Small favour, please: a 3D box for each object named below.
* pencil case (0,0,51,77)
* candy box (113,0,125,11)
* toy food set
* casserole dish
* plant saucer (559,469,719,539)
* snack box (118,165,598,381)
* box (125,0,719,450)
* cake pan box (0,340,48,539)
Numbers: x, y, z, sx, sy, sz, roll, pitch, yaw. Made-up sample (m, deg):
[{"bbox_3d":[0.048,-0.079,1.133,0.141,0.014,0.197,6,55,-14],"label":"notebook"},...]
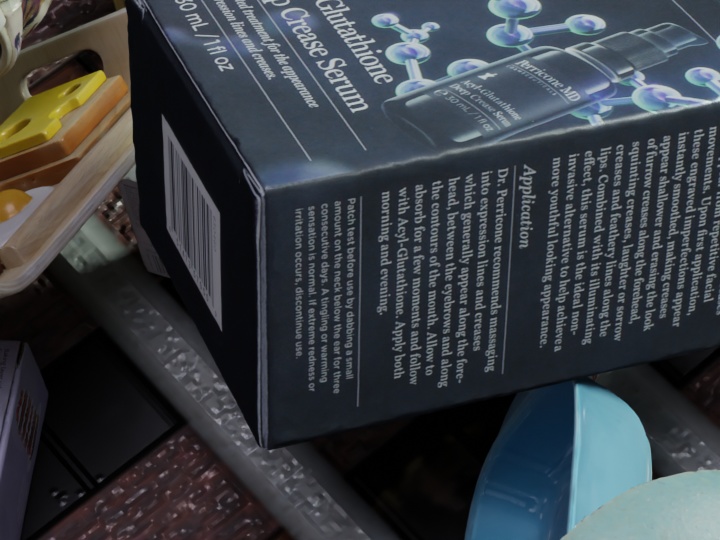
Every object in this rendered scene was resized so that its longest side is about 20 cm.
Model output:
[{"bbox_3d":[-0.127,-0.159,0.895,0.089,0.078,0.200,-6,36,41],"label":"pencil case"},{"bbox_3d":[-0.007,-0.165,0.986,0.199,0.055,0.116,6,58,12],"label":"candy box"},{"bbox_3d":[-0.163,-0.040,0.854,0.143,0.061,0.200,-17,25,33],"label":"toy food set"},{"bbox_3d":[0.066,0.129,0.763,0.039,0.121,0.201,16,58,-10],"label":"casserole dish"},{"bbox_3d":[0.121,0.165,0.693,0.201,0.201,0.039,-50,23,-22],"label":"plant saucer"},{"bbox_3d":[0.000,0.000,0.871,0.199,0.072,0.024,16,60,16],"label":"snack box"},{"bbox_3d":[0.033,-0.039,0.770,0.199,0.108,0.149,-12,36,-18],"label":"box"},{"bbox_3d":[-0.228,0.118,0.839,0.183,0.052,0.201,0,58,9],"label":"cake pan box"}]
